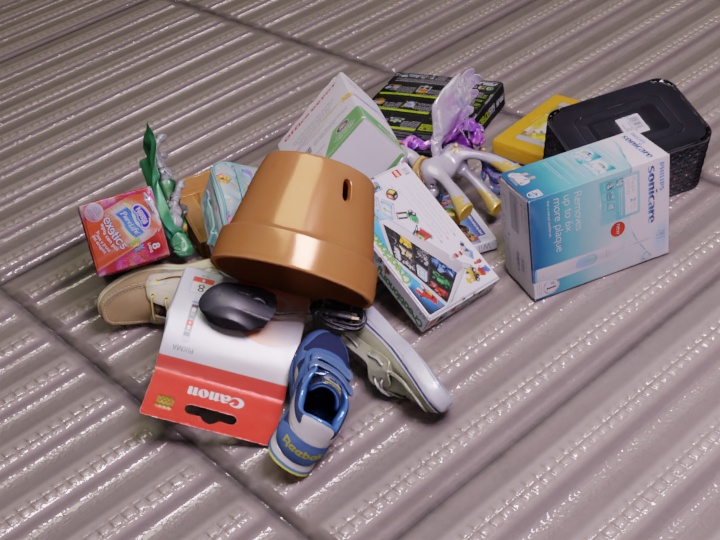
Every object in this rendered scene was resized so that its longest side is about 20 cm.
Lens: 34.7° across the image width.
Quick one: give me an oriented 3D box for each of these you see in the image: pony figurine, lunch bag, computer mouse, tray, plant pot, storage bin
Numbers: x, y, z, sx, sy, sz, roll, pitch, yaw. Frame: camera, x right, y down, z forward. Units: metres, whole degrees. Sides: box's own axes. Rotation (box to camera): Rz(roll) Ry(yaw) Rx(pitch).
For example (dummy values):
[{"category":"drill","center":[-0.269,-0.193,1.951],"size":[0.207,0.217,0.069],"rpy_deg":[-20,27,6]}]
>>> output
[{"category":"pony figurine","center":[0.126,-0.158,1.605],"size":[0.192,0.168,0.199],"rpy_deg":[-36,56,-23]},{"category":"lunch bag","center":[-0.133,-0.061,1.540],"size":[0.158,0.078,0.201],"rpy_deg":[13,32,-27]},{"category":"computer mouse","center":[-0.090,0.042,1.333],"size":[0.196,0.034,0.059],"rpy_deg":[4,40,-1]},{"category":"tray","center":[-0.213,-0.087,1.705],"size":[0.097,0.037,0.200],"rpy_deg":[-19,35,-14]},{"category":"plant pot","center":[-0.065,-0.050,1.355],"size":[0.197,0.200,0.142],"rpy_deg":[8,77,26]},{"category":"storage bin","center":[0.362,-0.167,1.581],"size":[0.197,0.094,0.136],"rpy_deg":[-19,52,-11]}]

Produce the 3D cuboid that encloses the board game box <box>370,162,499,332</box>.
[{"category":"board game box","center":[0.067,-0.033,1.449],"size":[0.125,0.035,0.201],"rpy_deg":[-27,71,-31]}]

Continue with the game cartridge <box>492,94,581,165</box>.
[{"category":"game cartridge","center":[0.326,-0.198,1.726],"size":[0.198,0.033,0.176],"rpy_deg":[21,45,39]}]

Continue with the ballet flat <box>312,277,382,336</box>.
[{"category":"ballet flat","center":[0.000,0.000,1.467],"size":[0.067,0.064,0.200],"rpy_deg":[22,53,26]}]

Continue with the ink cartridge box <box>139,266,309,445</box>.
[{"category":"ink cartridge box","center":[-0.155,0.094,1.337],"size":[0.160,0.051,0.202],"rpy_deg":[15,42,-3]}]

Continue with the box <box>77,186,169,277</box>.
[{"category":"box","center":[-0.316,-0.050,1.549],"size":[0.098,0.097,0.200],"rpy_deg":[-17,4,-11]}]

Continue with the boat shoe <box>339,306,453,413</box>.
[{"category":"boat shoe","center":[0.039,0.113,1.325],"size":[0.062,0.072,0.200],"rpy_deg":[-42,35,-3]}]

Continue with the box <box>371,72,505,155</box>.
[{"category":"box","center":[0.108,-0.252,1.854],"size":[0.197,0.048,0.194],"rpy_deg":[10,41,26]}]

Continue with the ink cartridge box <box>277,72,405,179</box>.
[{"category":"ink cartridge box","center":[-0.031,-0.166,1.577],"size":[0.145,0.084,0.201],"rpy_deg":[-47,25,13]}]

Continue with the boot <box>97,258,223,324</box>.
[{"category":"boot","center":[-0.233,0.058,1.462],"size":[0.197,0.073,0.155],"rpy_deg":[-12,35,-9]}]

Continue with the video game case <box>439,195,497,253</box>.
[{"category":"video game case","center":[0.070,-0.044,1.579],"size":[0.197,0.018,0.144],"rpy_deg":[-16,33,-9]}]

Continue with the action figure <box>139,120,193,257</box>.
[{"category":"action figure","center":[-0.272,-0.100,1.639],"size":[0.054,0.119,0.202],"rpy_deg":[-12,59,-12]}]

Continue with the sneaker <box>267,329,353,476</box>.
[{"category":"sneaker","center":[-0.041,0.132,1.273],"size":[0.073,0.083,0.201],"rpy_deg":[26,39,-12]}]

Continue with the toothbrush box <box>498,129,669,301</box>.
[{"category":"toothbrush box","center":[0.282,-0.070,1.445],"size":[0.197,0.148,0.085],"rpy_deg":[-18,34,-14]}]
